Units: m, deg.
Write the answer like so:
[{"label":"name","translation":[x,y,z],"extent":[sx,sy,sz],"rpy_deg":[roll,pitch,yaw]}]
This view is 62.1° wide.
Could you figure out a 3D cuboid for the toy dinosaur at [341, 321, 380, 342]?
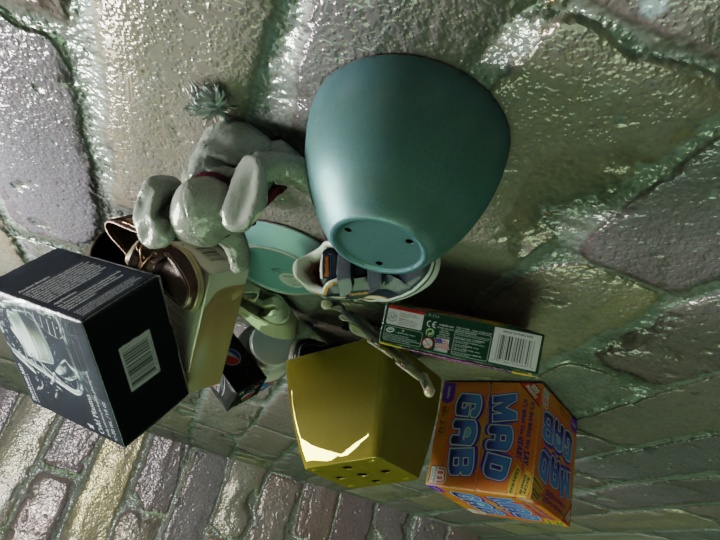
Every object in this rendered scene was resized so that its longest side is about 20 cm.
[{"label":"toy dinosaur","translation":[0.017,0.104,0.995],"extent":[0.088,0.048,0.200],"rpy_deg":[25,155,-30]}]

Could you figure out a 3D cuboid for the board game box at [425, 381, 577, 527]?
[{"label":"board game box","translation":[0.271,0.341,1.123],"extent":[0.199,0.201,0.200],"rpy_deg":[-7,145,36]}]

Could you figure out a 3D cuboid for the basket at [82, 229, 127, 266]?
[{"label":"basket","translation":[-0.391,0.023,0.966],"extent":[0.200,0.136,0.180],"rpy_deg":[-10,131,45]}]

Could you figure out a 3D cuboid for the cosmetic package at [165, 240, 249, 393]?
[{"label":"cosmetic package","translation":[-0.239,0.065,0.872],"extent":[0.105,0.201,0.071],"rpy_deg":[33,-154,32]}]

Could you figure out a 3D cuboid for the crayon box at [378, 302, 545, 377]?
[{"label":"crayon box","translation":[0.135,0.088,0.820],"extent":[0.199,0.059,0.173],"rpy_deg":[11,180,8]}]

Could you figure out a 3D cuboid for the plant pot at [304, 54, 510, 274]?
[{"label":"plant pot","translation":[0.032,-0.077,0.563],"extent":[0.199,0.135,0.200],"rpy_deg":[12,151,7]}]

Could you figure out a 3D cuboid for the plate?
[{"label":"plate","translation":[-0.123,-0.007,0.884],"extent":[0.199,0.026,0.200],"rpy_deg":[12,151,7]}]

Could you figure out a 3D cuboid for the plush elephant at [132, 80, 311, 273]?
[{"label":"plush elephant","translation":[-0.138,-0.074,0.630],"extent":[0.164,0.155,0.200],"rpy_deg":[-1,148,28]}]

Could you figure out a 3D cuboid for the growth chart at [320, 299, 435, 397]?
[{"label":"growth chart","translation":[0.025,0.100,0.823],"extent":[0.200,0.018,0.145],"rpy_deg":[39,-178,11]}]

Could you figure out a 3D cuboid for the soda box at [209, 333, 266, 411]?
[{"label":"soda box","translation":[-0.254,0.140,1.041],"extent":[0.200,0.071,0.063],"rpy_deg":[49,132,19]}]

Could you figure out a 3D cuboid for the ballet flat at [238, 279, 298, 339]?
[{"label":"ballet flat","translation":[-0.169,0.052,0.973],"extent":[0.200,0.070,0.069],"rpy_deg":[32,148,-29]}]

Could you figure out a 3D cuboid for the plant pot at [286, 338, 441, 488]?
[{"label":"plant pot","translation":[0.007,0.243,0.970],"extent":[0.199,0.177,0.200],"rpy_deg":[-19,141,27]}]

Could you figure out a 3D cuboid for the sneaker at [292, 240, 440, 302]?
[{"label":"sneaker","translation":[0.000,0.000,0.760],"extent":[0.199,0.079,0.079],"rpy_deg":[-12,158,36]}]

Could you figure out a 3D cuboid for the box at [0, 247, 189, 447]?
[{"label":"box","translation":[-0.358,0.096,0.797],"extent":[0.196,0.124,0.201],"rpy_deg":[13,124,29]}]

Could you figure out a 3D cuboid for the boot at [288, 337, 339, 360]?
[{"label":"boot","translation":[-0.018,0.164,1.076],"extent":[0.153,0.074,0.203],"rpy_deg":[-5,160,30]}]

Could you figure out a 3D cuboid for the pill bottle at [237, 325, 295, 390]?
[{"label":"pill bottle","translation":[-0.190,0.163,1.130],"extent":[0.112,0.113,0.200],"rpy_deg":[23,152,-14]}]

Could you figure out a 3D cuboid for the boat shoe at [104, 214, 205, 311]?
[{"label":"boat shoe","translation":[-0.282,-0.013,0.804],"extent":[0.072,0.200,0.072],"rpy_deg":[-6,133,-48]}]
